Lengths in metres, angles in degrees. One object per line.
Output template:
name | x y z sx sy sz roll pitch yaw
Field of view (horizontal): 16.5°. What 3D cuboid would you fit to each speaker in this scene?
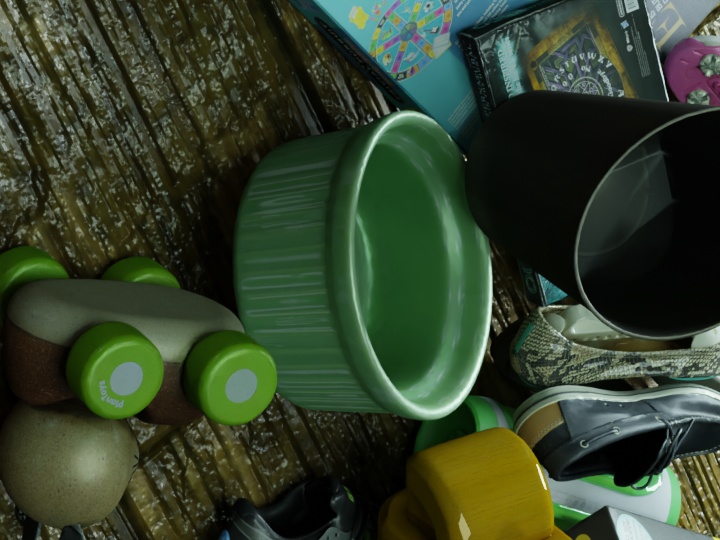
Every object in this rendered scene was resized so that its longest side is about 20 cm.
speaker | 0.136 0.150 1.793 0.200 0.088 0.089 20 90 -34

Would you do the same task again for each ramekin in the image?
ramekin | 0.000 0.000 1.622 0.200 0.097 0.201 16 72 -60

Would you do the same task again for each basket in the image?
basket | 0.160 -0.047 1.586 0.180 0.200 0.136 -25 111 -21

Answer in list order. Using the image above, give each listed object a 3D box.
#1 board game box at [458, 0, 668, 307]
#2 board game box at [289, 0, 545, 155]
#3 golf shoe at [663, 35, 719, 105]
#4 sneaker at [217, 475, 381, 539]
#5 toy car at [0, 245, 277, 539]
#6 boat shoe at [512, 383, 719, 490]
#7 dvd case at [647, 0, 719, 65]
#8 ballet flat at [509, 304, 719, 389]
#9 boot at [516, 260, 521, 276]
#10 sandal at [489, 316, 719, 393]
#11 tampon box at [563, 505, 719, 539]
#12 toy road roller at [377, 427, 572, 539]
board game box | 0.152 -0.091 1.702 0.135 0.028 0.200 -23 110 -20
board game box | 0.043 -0.200 1.668 0.200 0.047 0.151 43 79 -27
golf shoe | 0.308 -0.138 1.854 0.200 0.092 0.075 16 121 -22
sneaker | -0.006 0.183 1.716 0.199 0.071 0.083 0 111 -30
toy car | -0.164 0.107 1.555 0.157 0.164 0.200 6 107 -33
boat shoe | 0.194 0.120 1.746 0.200 0.062 0.075 4 139 -39
dvd case | 0.166 -0.187 1.780 0.200 0.016 0.149 -47 121 -14
ballet flat | 0.201 0.042 1.748 0.200 0.068 0.075 -4 136 -25
boot | 0.218 0.011 1.825 0.203 0.073 0.154 -29 118 -23
sandal | 0.185 0.086 1.807 0.200 0.055 0.082 22 125 -30
tampon box | 0.209 0.275 1.781 0.126 0.150 0.200 -36 147 28
toy road roller | 0.090 0.196 1.631 0.123 0.200 0.146 -17 122 -29
